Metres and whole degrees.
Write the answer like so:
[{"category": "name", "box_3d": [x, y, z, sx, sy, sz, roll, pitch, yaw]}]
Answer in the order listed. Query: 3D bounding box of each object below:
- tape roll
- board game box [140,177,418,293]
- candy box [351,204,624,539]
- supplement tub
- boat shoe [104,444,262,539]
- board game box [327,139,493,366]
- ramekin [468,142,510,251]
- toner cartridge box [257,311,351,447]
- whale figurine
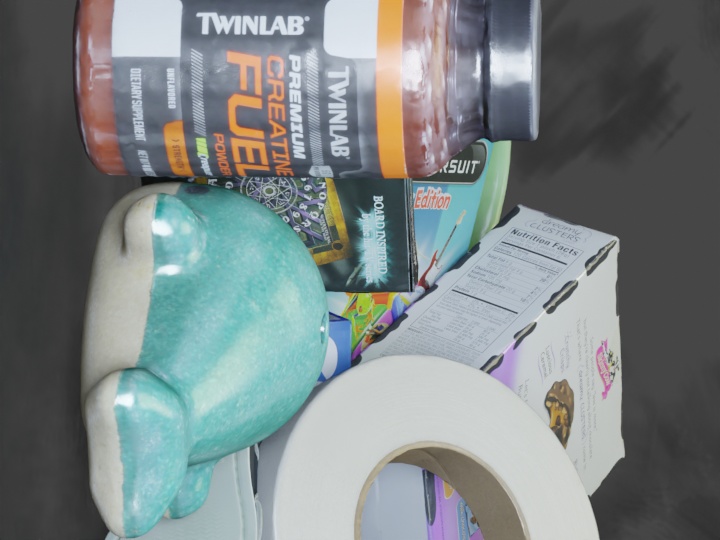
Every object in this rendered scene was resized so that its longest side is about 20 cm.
[{"category": "tape roll", "box_3d": [0.032, 0.141, 1.413, 0.037, 0.203, 0.203, -28, -127, 51]}, {"category": "board game box", "box_3d": [-0.042, -0.068, 1.380, 0.028, 0.135, 0.200, -84, 173, -46]}, {"category": "candy box", "box_3d": [0.068, 0.088, 1.591, 0.200, 0.072, 0.168, -43, 140, -39]}, {"category": "supplement tub", "box_3d": [-0.021, -0.093, 1.251, 0.107, 0.200, 0.107, 0, 90, -84]}, {"category": "boat shoe", "box_3d": [-0.079, 0.120, 1.337, 0.060, 0.076, 0.200, 84, 13, -48]}, {"category": "board game box", "box_3d": [0.000, 0.000, 1.549, 0.151, 0.047, 0.200, -1, 107, -58]}, {"category": "ramekin", "box_3d": [-0.002, -0.051, 1.668, 0.200, 0.098, 0.200, -36, 135, -48]}, {"category": "toner cartridge box", "box_3d": [-0.055, 0.123, 1.457, 0.043, 0.095, 0.200, -161, -110, -74]}, {"category": "whale figurine", "box_3d": [-0.070, 0.041, 1.259, 0.200, 0.104, 0.159, -77, 167, -66]}]
